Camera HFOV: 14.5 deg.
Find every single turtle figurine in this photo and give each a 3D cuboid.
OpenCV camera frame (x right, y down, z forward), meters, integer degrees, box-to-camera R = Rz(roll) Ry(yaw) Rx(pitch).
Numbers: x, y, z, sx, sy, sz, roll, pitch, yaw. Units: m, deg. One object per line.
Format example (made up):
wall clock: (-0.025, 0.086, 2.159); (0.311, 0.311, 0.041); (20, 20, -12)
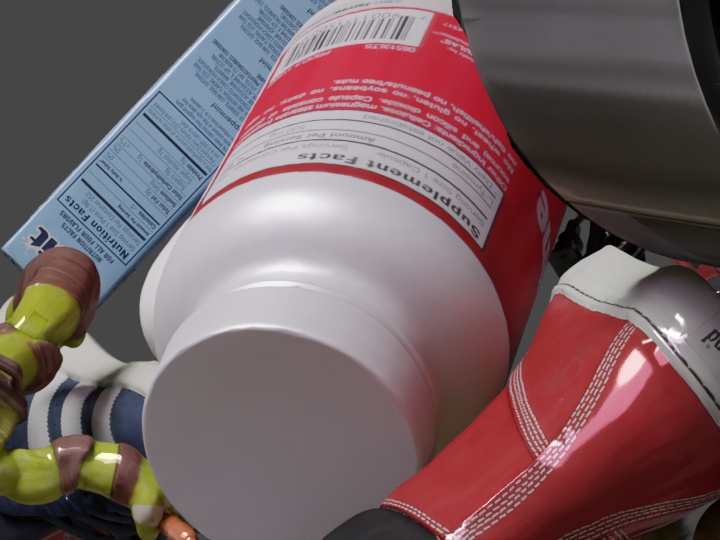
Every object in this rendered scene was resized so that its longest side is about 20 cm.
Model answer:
turtle figurine: (-0.142, 0.043, 0.889); (0.198, 0.065, 0.162); (2, 34, 2)

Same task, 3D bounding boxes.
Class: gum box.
gum box: (-0.054, -0.069, 1.104); (0.200, 0.045, 0.170); (-46, 5, -2)

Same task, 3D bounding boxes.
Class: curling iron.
curling iron: (0.106, 0.017, 0.892); (0.049, 0.026, 0.200); (-31, 24, -1)

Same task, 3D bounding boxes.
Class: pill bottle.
pill bottle: (0.000, 0.000, 0.892); (0.112, 0.113, 0.200); (-20, 24, 26)

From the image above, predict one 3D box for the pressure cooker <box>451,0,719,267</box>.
pressure cooker: (0.132, -0.077, 0.656); (0.175, 0.180, 0.200); (-18, 12, -20)

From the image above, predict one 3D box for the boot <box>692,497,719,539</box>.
boot: (0.169, 0.033, 0.701); (0.199, 0.076, 0.074); (-19, 28, 9)

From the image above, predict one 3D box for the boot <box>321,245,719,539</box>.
boot: (0.037, 0.063, 0.784); (0.144, 0.073, 0.200); (-38, -1, -2)

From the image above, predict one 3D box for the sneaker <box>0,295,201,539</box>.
sneaker: (-0.084, 0.075, 0.977); (0.200, 0.075, 0.085); (20, 75, 56)

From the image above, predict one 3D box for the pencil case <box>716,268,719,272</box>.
pencil case: (0.130, -0.093, 0.851); (0.087, 0.201, 0.088); (-11, 22, 5)

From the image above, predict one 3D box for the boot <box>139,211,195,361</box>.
boot: (-0.023, -0.016, 1.051); (0.200, 0.073, 0.090); (-34, 16, -37)
